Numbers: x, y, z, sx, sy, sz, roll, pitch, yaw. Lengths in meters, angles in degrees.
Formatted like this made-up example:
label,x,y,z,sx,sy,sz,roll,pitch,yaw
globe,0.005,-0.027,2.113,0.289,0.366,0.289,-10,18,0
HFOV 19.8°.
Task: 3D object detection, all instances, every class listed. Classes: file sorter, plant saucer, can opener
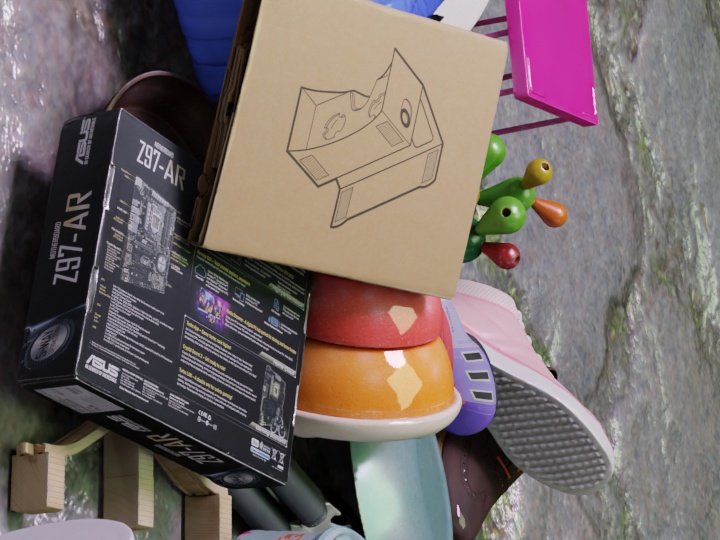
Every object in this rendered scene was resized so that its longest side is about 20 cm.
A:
label,x,y,z,sx,sy,sz,roll,pitch,yaw
file sorter,0.098,-0.213,1.643,0.139,0.125,0.200,12,72,-61
plant saucer,-0.120,-0.020,1.257,0.200,0.034,0.200,25,62,-60
can opener,-0.053,0.147,1.341,0.200,0.053,0.066,53,7,-47
plant saucer,0.034,0.155,1.454,0.201,0.039,0.201,-12,90,-79

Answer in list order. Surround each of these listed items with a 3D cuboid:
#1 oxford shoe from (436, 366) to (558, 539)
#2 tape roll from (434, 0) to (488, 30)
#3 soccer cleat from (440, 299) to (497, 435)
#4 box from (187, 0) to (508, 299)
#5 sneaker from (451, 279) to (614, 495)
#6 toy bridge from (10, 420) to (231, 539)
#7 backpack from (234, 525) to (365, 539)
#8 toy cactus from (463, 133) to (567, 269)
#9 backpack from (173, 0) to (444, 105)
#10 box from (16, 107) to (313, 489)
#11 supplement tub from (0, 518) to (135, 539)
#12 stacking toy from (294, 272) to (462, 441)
label,x,y,z,sx,sy,sz,roll,pitch,yaw
oxford shoe,0.105,0.138,1.619,0.071,0.072,0.200,64,32,-33
tape roll,0.020,-0.246,1.495,0.203,0.037,0.203,-10,106,-38
soccer cleat,0.047,0.056,1.456,0.073,0.068,0.200,-92,163,-52
box,-0.003,-0.078,1.217,0.200,0.021,0.164,12,92,-41
sneaker,0.122,0.080,1.589,0.200,0.075,0.105,38,34,-2
toy bridge,-0.135,0.117,1.196,0.200,0.027,0.067,26,59,-59
backpack,-0.017,0.255,1.272,0.200,0.150,0.178,52,43,-39
toy cactus,0.060,-0.026,1.524,0.102,0.200,0.165,35,87,-34
backpack,-0.024,-0.171,1.314,0.200,0.162,0.168,-61,136,-67
box,-0.104,0.021,1.184,0.200,0.044,0.160,34,56,-50
supplement tub,-0.146,0.237,1.009,0.145,0.145,0.200,-34,113,-61
stacking toy,0.000,0.000,1.319,0.146,0.146,0.200,-21,118,-63
